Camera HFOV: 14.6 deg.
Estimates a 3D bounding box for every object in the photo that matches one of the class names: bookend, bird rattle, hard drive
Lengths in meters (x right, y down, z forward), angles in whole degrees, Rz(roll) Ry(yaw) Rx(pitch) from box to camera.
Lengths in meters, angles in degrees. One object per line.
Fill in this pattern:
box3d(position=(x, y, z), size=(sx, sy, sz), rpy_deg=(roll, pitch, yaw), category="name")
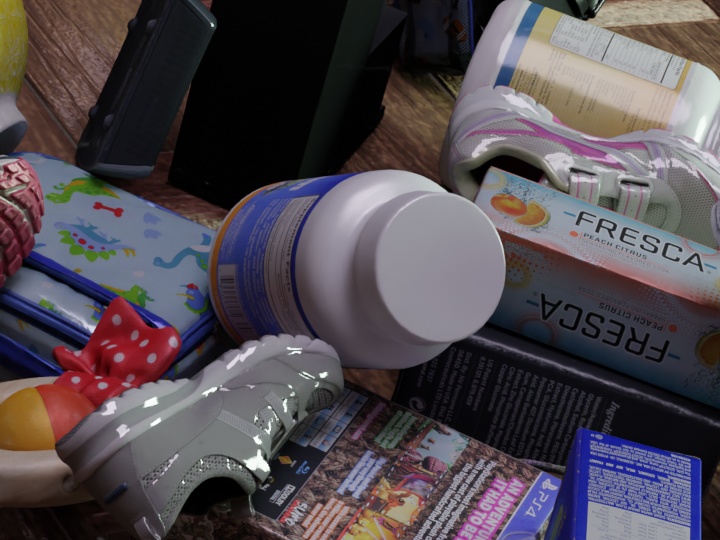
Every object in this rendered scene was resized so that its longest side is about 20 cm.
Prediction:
box3d(position=(-0.034, -0.166, 1.937), size=(0.092, 0.201, 0.199), rpy_deg=(24, 33, 10), category="bookend")
box3d(position=(-0.171, 0.090, 1.533), size=(0.199, 0.113, 0.163), rpy_deg=(2, 20, -21), category="bird rattle")
box3d(position=(-0.139, -0.121, 1.825), size=(0.042, 0.136, 0.200), rpy_deg=(24, 1, -11), category="hard drive")

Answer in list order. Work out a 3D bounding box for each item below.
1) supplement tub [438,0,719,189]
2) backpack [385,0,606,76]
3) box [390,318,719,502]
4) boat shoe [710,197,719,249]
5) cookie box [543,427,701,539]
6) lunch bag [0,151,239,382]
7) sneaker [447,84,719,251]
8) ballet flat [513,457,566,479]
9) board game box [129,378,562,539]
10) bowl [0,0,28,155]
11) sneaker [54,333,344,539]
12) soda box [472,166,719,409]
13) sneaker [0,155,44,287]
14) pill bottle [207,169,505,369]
box3d(position=(0.168, -0.093, 1.974), size=(0.199, 0.145, 0.145), rpy_deg=(21, 32, 6), category="supplement tub")
box3d(position=(0.088, -0.255, 2.145), size=(0.153, 0.192, 0.200), rpy_deg=(13, 27, 26), category="backpack")
box3d(position=(0.131, 0.057, 1.748), size=(0.199, 0.118, 0.197), rpy_deg=(18, 32, 4), category="box")
box3d(position=(0.275, 0.028, 1.588), size=(0.200, 0.071, 0.072), rpy_deg=(50, 34, -26), category="boat shoe")
box3d(position=(0.122, 0.212, 1.455), size=(0.075, 0.172, 0.200), rpy_deg=(13, 32, -1), category="cookie box")
box3d(position=(-0.173, 0.013, 1.708), size=(0.199, 0.083, 0.161), rpy_deg=(27, 36, 18), category="lunch bag")
box3d(position=(0.138, -0.044, 1.730), size=(0.199, 0.082, 0.088), rpy_deg=(15, 33, 12), category="sneaker")
box3d(position=(0.094, 0.134, 1.641), size=(0.199, 0.070, 0.071), rpy_deg=(13, 21, 22), category="ballet flat")
box3d(position=(-0.008, 0.151, 1.553), size=(0.199, 0.097, 0.159), rpy_deg=(24, 32, 12), category="board game box")
box3d(position=(-0.273, -0.104, 1.762), size=(0.108, 0.200, 0.200), rpy_deg=(47, 37, 6), category="bowl")
box3d(position=(-0.074, 0.093, 1.475), size=(0.199, 0.075, 0.082), rpy_deg=(-21, 77, -48), category="sneaker")
box3d(position=(0.152, 0.013, 1.651), size=(0.199, 0.069, 0.064), rpy_deg=(21, 35, 5), category="soda box")
box3d(position=(-0.273, -0.007, 1.619), size=(0.199, 0.081, 0.075), rpy_deg=(-34, 43, -8), category="sneaker")
box3d(position=(0.000, 0.000, 1.601), size=(0.111, 0.113, 0.200), rpy_deg=(-2, -1, -27), category="pill bottle")
